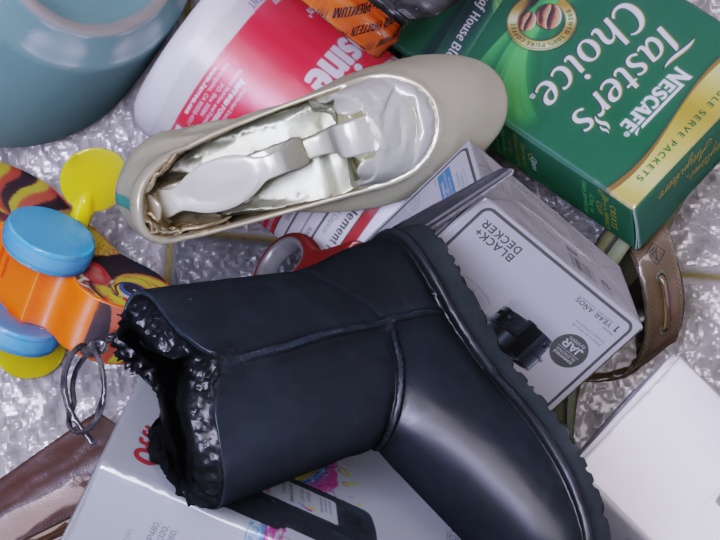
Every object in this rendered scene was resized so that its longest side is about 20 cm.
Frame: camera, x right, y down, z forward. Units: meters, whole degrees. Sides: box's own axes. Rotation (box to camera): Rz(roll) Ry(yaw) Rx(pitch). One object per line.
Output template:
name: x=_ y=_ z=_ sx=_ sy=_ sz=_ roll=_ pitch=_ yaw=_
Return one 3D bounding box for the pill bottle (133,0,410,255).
pill bottle: x=-0.009 y=-0.061 z=1.400 sx=0.200 sy=0.112 sz=0.112 roll=38 pitch=76 yaw=3

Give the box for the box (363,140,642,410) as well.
box: x=0.026 y=0.047 z=1.336 sx=0.116 sy=0.060 sz=0.200 roll=37 pitch=110 yaw=-25

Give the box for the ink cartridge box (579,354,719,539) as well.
ink cartridge box: x=0.189 y=0.150 z=1.354 sx=0.200 sy=0.146 sz=0.084 roll=44 pitch=78 yaw=6

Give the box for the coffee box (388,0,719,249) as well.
coffee box: x=0.107 y=-0.112 z=1.422 sx=0.200 sy=0.044 sz=0.123 roll=38 pitch=70 yaw=26

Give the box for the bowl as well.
bowl: x=-0.161 y=-0.167 z=1.371 sx=0.200 sy=0.105 sz=0.202 roll=3 pitch=85 yaw=-33

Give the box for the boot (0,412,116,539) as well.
boot: x=-0.199 y=0.111 z=1.363 sx=0.199 sy=0.064 sz=0.187 roll=-28 pitch=94 yaw=-9

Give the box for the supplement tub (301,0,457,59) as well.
supplement tub: x=0.033 y=-0.211 z=1.320 sx=0.122 sy=0.123 sz=0.200 roll=38 pitch=95 yaw=4

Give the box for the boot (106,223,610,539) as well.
boot: x=-0.003 y=0.079 z=1.187 sx=0.167 sy=0.076 sz=0.201 roll=-17 pitch=68 yaw=-33

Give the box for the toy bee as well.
toy bee: x=-0.142 y=0.016 z=1.372 sx=0.108 sy=0.131 sz=0.201 roll=2 pitch=54 yaw=-39

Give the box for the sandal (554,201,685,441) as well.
sandal: x=0.149 y=0.005 z=1.415 sx=0.057 sy=0.080 sz=0.202 roll=26 pitch=74 yaw=12

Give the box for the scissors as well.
scissors: x=0.000 y=0.000 z=1.297 sx=0.014 sy=0.200 sz=0.073 roll=39 pitch=58 yaw=-26

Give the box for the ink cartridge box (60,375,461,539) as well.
ink cartridge box: x=-0.033 y=0.131 z=1.246 sx=0.199 sy=0.146 sz=0.083 roll=24 pitch=111 yaw=-3

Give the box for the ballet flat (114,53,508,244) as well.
ballet flat: x=-0.023 y=-0.056 z=1.311 sx=0.199 sy=0.069 sz=0.070 roll=-18 pitch=79 yaw=1
